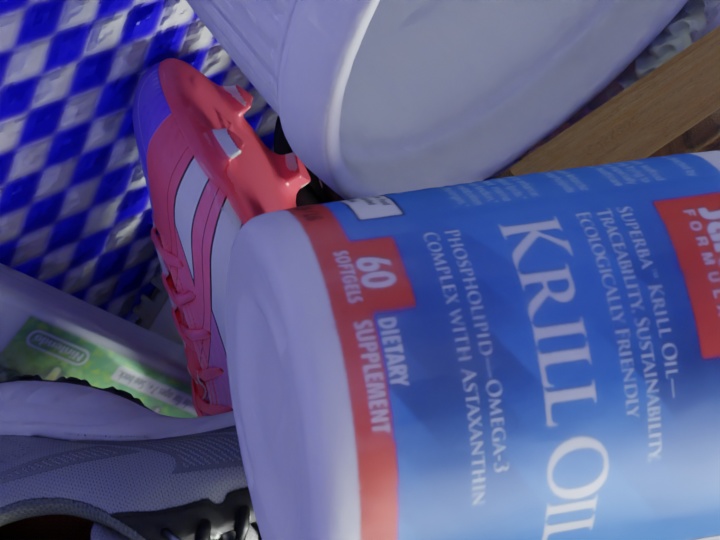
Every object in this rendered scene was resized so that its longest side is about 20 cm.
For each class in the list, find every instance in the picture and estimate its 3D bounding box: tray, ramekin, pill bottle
[{"bbox_3d":[0.121,0.011,0.735,0.098,0.037,0.200,-34,139,-3],"label":"tray"},{"bbox_3d":[0.030,-0.124,0.612,0.200,0.105,0.200,-39,159,-18],"label":"ramekin"},{"bbox_3d":[0.069,0.026,0.606,0.199,0.113,0.112,-9,149,-14],"label":"pill bottle"}]

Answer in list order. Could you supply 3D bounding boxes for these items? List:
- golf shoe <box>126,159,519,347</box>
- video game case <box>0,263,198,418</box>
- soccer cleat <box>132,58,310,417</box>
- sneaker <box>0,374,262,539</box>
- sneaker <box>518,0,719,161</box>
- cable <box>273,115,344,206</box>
[{"bbox_3d":[0.000,0.000,0.805,0.200,0.097,0.078,-37,165,-16],"label":"golf shoe"},{"bbox_3d":[-0.120,0.096,0.761,0.182,0.022,0.200,-49,138,11],"label":"video game case"},{"bbox_3d":[-0.035,0.026,0.719,0.076,0.201,0.067,-23,-155,13],"label":"soccer cleat"},{"bbox_3d":[-0.039,0.078,0.669,0.080,0.199,0.074,-89,174,-59],"label":"sneaker"},{"bbox_3d":[0.139,-0.092,0.739,0.099,0.069,0.201,40,84,-36],"label":"sneaker"},{"bbox_3d":[0.056,-0.061,0.771,0.163,0.051,0.201,33,86,-40],"label":"cable"}]
